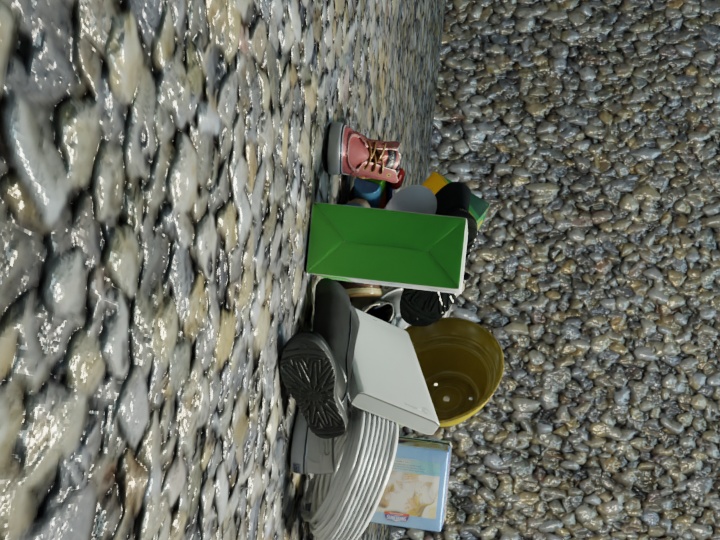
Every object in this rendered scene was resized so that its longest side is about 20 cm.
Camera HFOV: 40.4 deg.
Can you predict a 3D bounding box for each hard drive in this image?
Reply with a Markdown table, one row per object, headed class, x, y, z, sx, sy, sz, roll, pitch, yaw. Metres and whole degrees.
| class | x | y | z | sx | sy | sz | roll | pitch | yaw |
| --- | --- | --- | --- | --- | --- | --- | --- | --- | --- |
| hard drive | 0.030 | 0.131 | 1.345 | 0.026 | 0.131 | 0.200 | -54 | -153 | 23 |

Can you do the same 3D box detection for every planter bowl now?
| class | x | y | z | sx | sy | sz | roll | pitch | yaw |
| --- | --- | --- | --- | --- | --- | --- | --- | --- | --- |
| planter bowl | 0.124 | 0.172 | 1.475 | 0.084 | 0.199 | 0.201 | 69 | 23 | -43 |

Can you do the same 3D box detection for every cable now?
| class | x | y | z | sx | sy | sz | roll | pitch | yaw |
| --- | --- | --- | --- | --- | --- | --- | --- | --- | --- |
| cable | -0.011 | 0.270 | 1.309 | 0.200 | 0.069 | 0.201 | -148 | -101 | -81 |

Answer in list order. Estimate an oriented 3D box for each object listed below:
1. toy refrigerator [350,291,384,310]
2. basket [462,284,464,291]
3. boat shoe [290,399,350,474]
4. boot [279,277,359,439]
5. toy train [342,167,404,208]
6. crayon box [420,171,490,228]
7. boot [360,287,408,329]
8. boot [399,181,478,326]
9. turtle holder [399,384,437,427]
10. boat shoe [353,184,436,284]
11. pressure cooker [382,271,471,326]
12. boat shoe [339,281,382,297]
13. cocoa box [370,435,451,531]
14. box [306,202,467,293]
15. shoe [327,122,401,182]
| class | x | y | z | sx | sy | sz | roll | pitch | yaw |
| --- | --- | --- | --- | --- | --- | --- | --- | --- | --- |
| toy refrigerator | 0.030 | 0.141 | 1.581 | 0.076 | 0.069 | 0.201 | 104 | -23 | -59 |
| basket | 0.106 | -0.020 | 1.906 | 0.139 | 0.199 | 0.178 | -38 | 138 | -47 |
| boat shoe | -0.045 | 0.177 | 1.296 | 0.074 | 0.065 | 0.201 | 82 | 14 | -59 |
| boot | -0.044 | 0.080 | 1.216 | 0.201 | 0.065 | 0.166 | -79 | 163 | -49 |
| toy train | 0.009 | -0.078 | 1.541 | 0.201 | 0.084 | 0.116 | 92 | 20 | -55 |
| crayon box | 0.120 | -0.068 | 1.653 | 0.200 | 0.118 | 0.058 | -49 | 165 | -37 |
| boot | 0.036 | 0.075 | 1.507 | 0.200 | 0.074 | 0.096 | -44 | 177 | -37 |
| boot | 0.123 | -0.028 | 1.525 | 0.168 | 0.076 | 0.201 | -83 | -164 | -69 |
| turtle holder | 0.067 | 0.185 | 1.694 | 0.141 | 0.131 | 0.187 | 37 | -57 | 52 |
| boat shoe | 0.045 | -0.051 | 1.476 | 0.200 | 0.070 | 0.066 | -55 | -175 | -34 |
| pressure cooker | 0.086 | 0.011 | 1.741 | 0.179 | 0.175 | 0.201 | 47 | -53 | 56 |
| boat shoe | 0.000 | 0.000 | 1.546 | 0.200 | 0.072 | 0.073 | -65 | 153 | -82 |
| cocoa box | 0.046 | 0.344 | 1.615 | 0.131 | 0.198 | 0.135 | 29 | 66 | -81 |
| box | 0.041 | -0.029 | 1.304 | 0.176 | 0.198 | 0.098 | 33 | 64 | -83 |
| shoe | 0.009 | -0.164 | 1.375 | 0.200 | 0.090 | 0.072 | -9 | 104 | -83 |
